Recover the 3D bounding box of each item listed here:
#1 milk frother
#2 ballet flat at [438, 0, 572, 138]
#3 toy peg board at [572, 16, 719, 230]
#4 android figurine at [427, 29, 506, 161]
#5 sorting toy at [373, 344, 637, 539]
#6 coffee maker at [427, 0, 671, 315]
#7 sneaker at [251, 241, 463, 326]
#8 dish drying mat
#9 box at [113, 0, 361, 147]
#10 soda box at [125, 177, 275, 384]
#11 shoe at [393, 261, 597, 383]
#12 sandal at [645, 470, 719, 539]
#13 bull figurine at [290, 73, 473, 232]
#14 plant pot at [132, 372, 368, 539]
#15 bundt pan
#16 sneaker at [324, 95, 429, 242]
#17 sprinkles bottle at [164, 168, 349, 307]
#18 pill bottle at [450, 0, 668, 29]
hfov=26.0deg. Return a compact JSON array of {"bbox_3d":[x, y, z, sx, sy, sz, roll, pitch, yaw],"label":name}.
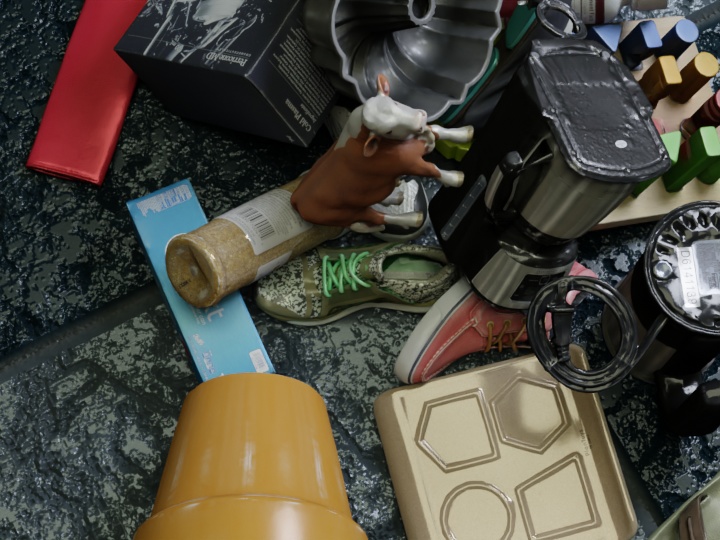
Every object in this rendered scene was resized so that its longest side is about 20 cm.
[{"bbox_3d":[0.240,0.043,1.362,0.199,0.188,0.181,13,72,1],"label":"milk frother"},{"bbox_3d":[0.147,-0.192,1.402,0.073,0.200,0.073,25,35,-19],"label":"ballet flat"},{"bbox_3d":[0.263,-0.155,1.446,0.199,0.098,0.200,-9,73,-21],"label":"toy peg board"},{"bbox_3d":[0.113,-0.183,1.501,0.181,0.041,0.201,-18,74,-8],"label":"android figurine"},{"bbox_3d":[0.128,0.177,1.400,0.199,0.036,0.186,-15,74,-2],"label":"sorting toy"},{"bbox_3d":[0.155,-0.093,1.337,0.134,0.200,0.193,16,50,-16],"label":"coffee maker"},{"bbox_3d":[0.000,0.000,1.415,0.199,0.089,0.077,-6,74,-4],"label":"sneaker"},{"bbox_3d":[-0.253,-0.180,1.495,0.077,0.018,0.201,15,74,3],"label":"dish drying mat"},{"bbox_3d":[-0.091,-0.228,1.421,0.200,0.104,0.182,16,69,44],"label":"box"},{"bbox_3d":[-0.145,0.023,1.412,0.064,0.068,0.200,-22,75,-10],"label":"soda box"},{"bbox_3d":[0.125,0.046,1.411,0.091,0.072,0.200,39,69,18],"label":"shoe"},{"bbox_3d":[0.309,0.234,1.376,0.080,0.057,0.201,39,75,9],"label":"sandal"},{"bbox_3d":[0.020,-0.091,1.308,0.121,0.200,0.065,13,61,-27],"label":"bull figurine"},{"bbox_3d":[-0.091,0.194,1.310,0.199,0.200,0.184,1,58,-3],"label":"plant pot"},{"bbox_3d":[0.028,-0.229,1.338,0.076,0.202,0.202,16,67,46],"label":"bundt pan"},{"bbox_3d":[0.005,-0.121,1.448,0.075,0.088,0.200,-22,73,-9],"label":"sneaker"},{"bbox_3d":[-0.083,-0.034,1.385,0.068,0.068,0.200,49,45,11],"label":"sprinkles bottle"},{"bbox_3d":[0.182,-0.284,1.443,0.199,0.114,0.115,-3,73,7],"label":"pill bottle"}]
